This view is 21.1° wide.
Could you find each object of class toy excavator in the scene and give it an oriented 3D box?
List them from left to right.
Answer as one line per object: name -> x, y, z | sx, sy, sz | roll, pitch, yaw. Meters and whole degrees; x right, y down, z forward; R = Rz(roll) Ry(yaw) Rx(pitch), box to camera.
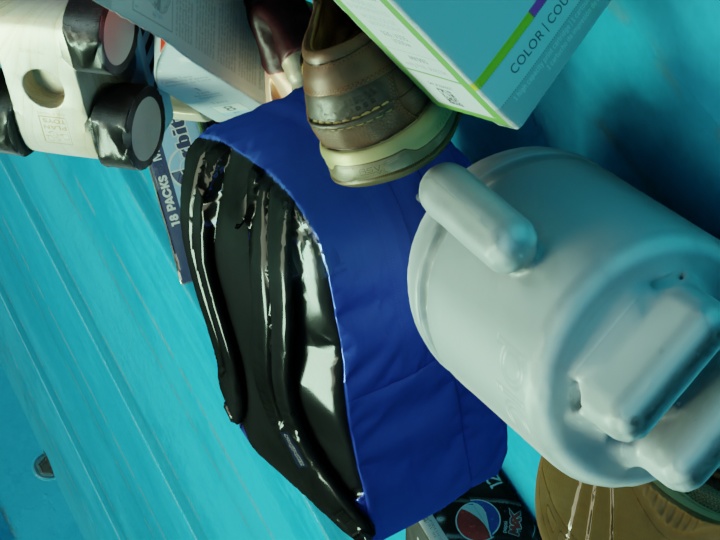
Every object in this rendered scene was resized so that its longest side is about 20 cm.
toy excavator -> -0.137, -0.131, 1.127 | 0.099, 0.200, 0.195 | 8, 133, 20

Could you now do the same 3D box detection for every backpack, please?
backpack -> 0.000, 0.000, 0.981 | 0.162, 0.167, 0.201 | 28, 140, 47

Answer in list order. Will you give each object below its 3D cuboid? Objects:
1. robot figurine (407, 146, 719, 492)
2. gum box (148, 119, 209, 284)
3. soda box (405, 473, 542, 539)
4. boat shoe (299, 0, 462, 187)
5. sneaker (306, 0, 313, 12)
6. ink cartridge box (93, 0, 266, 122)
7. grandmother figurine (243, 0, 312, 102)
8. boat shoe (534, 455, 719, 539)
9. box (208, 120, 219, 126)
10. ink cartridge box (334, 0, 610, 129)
robot figurine -> 0.091, 0.016, 0.820 | 0.170, 0.113, 0.200 | 45, 178, -33
gum box -> -0.127, -0.086, 1.384 | 0.200, 0.044, 0.171 | -105, 0, -85
soda box -> 0.068, 0.213, 1.205 | 0.071, 0.063, 0.201 | 56, 158, 37
boat shoe -> 0.016, -0.120, 0.844 | 0.068, 0.072, 0.201 | 62, -153, -31
sneaker -> -0.030, -0.064, 1.170 | 0.084, 0.076, 0.201 | -165, 59, -72
ink cartridge box -> -0.105, -0.185, 1.045 | 0.200, 0.047, 0.161 | 26, -118, -61
grandmother figurine -> -0.039, -0.116, 1.055 | 0.121, 0.060, 0.201 | -134, 24, -68
boat shoe -> 0.151, 0.119, 0.828 | 0.200, 0.072, 0.073 | 16, 102, 58
box -> -0.064, -0.097, 1.295 | 0.156, 0.041, 0.201 | 37, 145, 61
ink cartridge box -> 0.015, -0.155, 0.717 | 0.200, 0.104, 0.059 | 42, 170, -33
